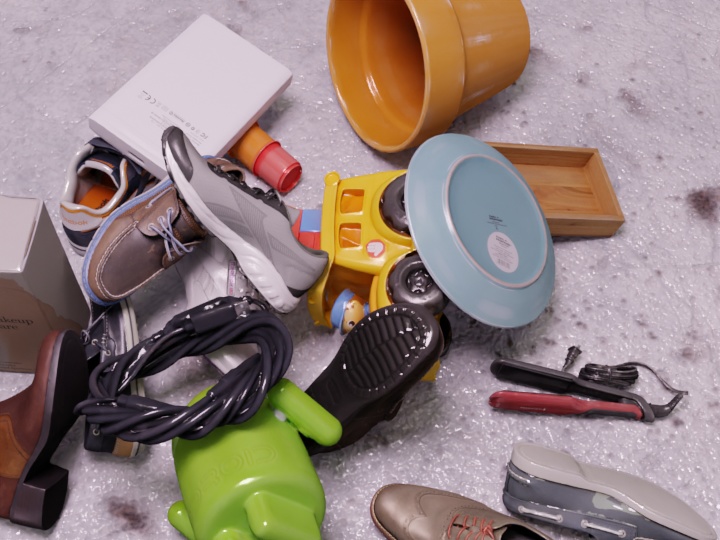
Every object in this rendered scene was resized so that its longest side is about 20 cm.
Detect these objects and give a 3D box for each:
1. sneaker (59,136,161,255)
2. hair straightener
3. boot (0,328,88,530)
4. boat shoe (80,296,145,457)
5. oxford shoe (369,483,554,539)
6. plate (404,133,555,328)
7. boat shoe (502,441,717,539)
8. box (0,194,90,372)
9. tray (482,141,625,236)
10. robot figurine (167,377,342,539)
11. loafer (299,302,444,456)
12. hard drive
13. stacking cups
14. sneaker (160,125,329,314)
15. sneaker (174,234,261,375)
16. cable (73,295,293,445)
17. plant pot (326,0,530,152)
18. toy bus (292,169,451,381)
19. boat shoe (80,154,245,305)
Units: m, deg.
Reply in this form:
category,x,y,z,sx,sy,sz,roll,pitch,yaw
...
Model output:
category,x,y,z,sx,sy,sz,roll,pitch,yaw
sneaker,-0.264,-0.116,1.042,0.077,0.080,0.203,15,59,9
hair straightener,0.225,0.105,0.936,0.196,0.041,0.078,4,59,2
boot,-0.356,0.124,0.868,0.196,0.192,0.068,15,17,10
boat shoe,-0.251,0.085,0.922,0.061,0.075,0.203,-1,62,-26
oxford shoe,0.102,0.232,0.839,0.196,0.075,0.071,18,61,10
plate,0.125,-0.045,0.907,0.198,0.025,0.204,19,58,-33
boat shoe,0.225,0.221,0.869,0.197,0.073,0.063,20,104,3
box,-0.325,0.018,0.889,0.093,0.201,0.079,3,58,1
tray,0.181,-0.087,1.022,0.196,0.037,0.100,0,58,-20
robot figurine,-0.101,0.178,0.826,0.176,0.115,0.201,-52,37,13
loafer,0.012,0.099,0.864,0.071,0.200,0.074,10,48,-42
hard drive,-0.183,-0.188,1.042,0.131,0.027,0.201,34,60,7
stacking cups,-0.150,-0.159,1.087,0.060,0.061,0.200,-40,72,-22
sneaker,-0.108,-0.056,0.870,0.079,0.074,0.201,-40,107,2
sneaker,-0.130,0.019,0.948,0.099,0.075,0.203,-30,61,15
cable,-0.153,0.096,0.827,0.197,0.052,0.164,-22,33,-9
plant pot,0.087,-0.254,1.073,0.181,0.202,0.202,-18,60,-29
toy bus,0.000,0.000,0.945,0.188,0.136,0.204,0,61,4
boat shoe,-0.189,-0.046,0.919,0.072,0.073,0.201,2,46,47
